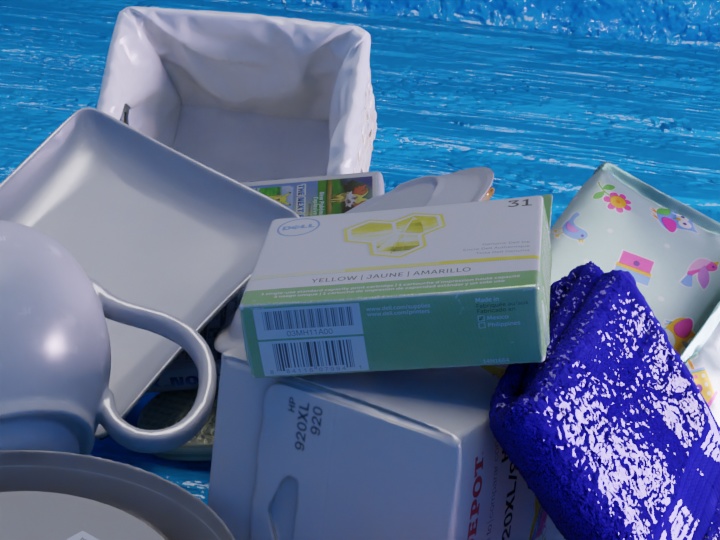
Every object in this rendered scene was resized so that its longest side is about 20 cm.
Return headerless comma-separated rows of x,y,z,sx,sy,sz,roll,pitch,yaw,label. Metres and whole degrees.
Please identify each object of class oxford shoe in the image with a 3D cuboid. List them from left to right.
-0.042,0.093,1.153,0.199,0.058,0.075,-12,48,-9,oxford shoe

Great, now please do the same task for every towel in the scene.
0.149,0.105,0.900,0.049,0.200,0.148,-26,18,34,towel

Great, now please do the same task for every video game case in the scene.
-0.073,0.005,1.203,0.182,0.022,0.200,-5,38,3,video game case

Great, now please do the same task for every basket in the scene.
-0.096,-0.077,1.381,0.199,0.199,0.161,7,-18,6,basket

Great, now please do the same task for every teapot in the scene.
-0.211,0.077,0.982,0.197,0.200,0.146,18,36,-55,teapot

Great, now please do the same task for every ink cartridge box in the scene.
0.026,-0.012,0.933,0.145,0.048,0.200,-4,26,10,ink cartridge box
0.032,0.107,0.959,0.144,0.148,0.200,16,20,30,ink cartridge box

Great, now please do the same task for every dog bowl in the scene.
-0.156,0.159,0.848,0.199,0.059,0.200,7,24,-3,dog bowl

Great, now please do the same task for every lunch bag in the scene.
0.187,0.054,1.095,0.200,0.122,0.170,30,54,15,lunch bag

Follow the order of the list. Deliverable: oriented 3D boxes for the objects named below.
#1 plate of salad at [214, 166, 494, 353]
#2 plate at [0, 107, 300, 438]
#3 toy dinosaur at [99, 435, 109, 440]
0.000,0.000,1.098,0.200,0.048,0.200,-31,13,8,plate of salad
-0.169,0.001,1.152,0.200,0.032,0.200,28,62,27,plate
-0.183,0.073,1.185,0.199,0.048,0.088,10,11,4,toy dinosaur
